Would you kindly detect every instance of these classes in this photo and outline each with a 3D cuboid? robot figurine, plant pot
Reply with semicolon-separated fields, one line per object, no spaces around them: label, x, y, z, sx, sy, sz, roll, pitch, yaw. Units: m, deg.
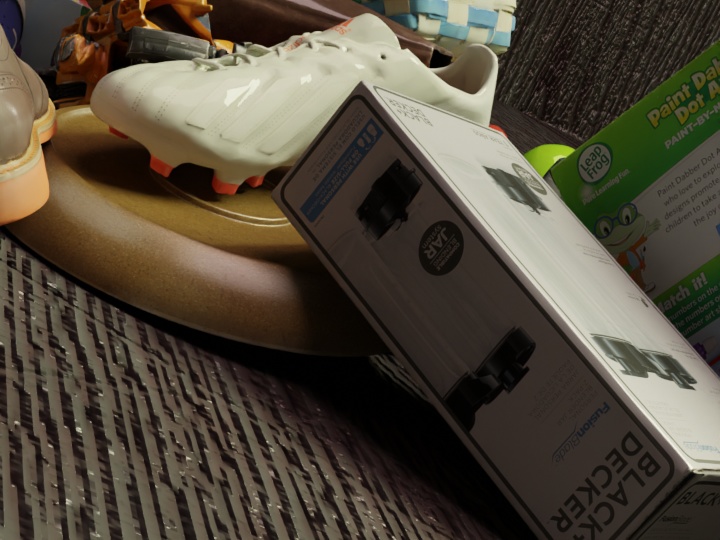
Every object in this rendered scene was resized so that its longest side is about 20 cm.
robot figurine;-0.060;-0.083;0.899;0.199;0.059;0.144;19;-19;-36
plant pot;-0.060;-0.025;0.774;0.198;0.028;0.200;18;19;-7

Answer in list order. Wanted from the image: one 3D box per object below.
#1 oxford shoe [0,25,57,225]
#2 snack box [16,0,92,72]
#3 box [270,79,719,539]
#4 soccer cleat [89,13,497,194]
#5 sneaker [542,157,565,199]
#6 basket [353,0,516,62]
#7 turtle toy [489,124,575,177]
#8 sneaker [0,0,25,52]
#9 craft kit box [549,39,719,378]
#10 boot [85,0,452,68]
oxford shoe;-0.153;-0.077;0.707;0.071;0.074;0.200;-12;21;-14
snack box;-0.201;-0.149;1.029;0.199;0.068;0.169;26;10;-15
box;0.067;0.025;0.698;0.200;0.060;0.116;51;20;27
soccer cleat;-0.024;-0.075;0.786;0.199;0.078;0.069;4;25;-40
sneaker;0.142;0.008;1.030;0.074;0.081;0.200;36;1;41
basket;0.015;-0.219;1.078;0.138;0.202;0.175;6;-10;-44
turtle toy;0.048;-0.054;1.088;0.199;0.102;0.146;28;10;11
sneaker;-0.182;-0.191;0.890;0.080;0.201;0.115;17;-29;-19
craft kit box;0.188;-0.012;0.740;0.048;0.199;0.199;14;48;-47
boot;-0.040;-0.136;0.936;0.165;0.073;0.200;17;0;12
